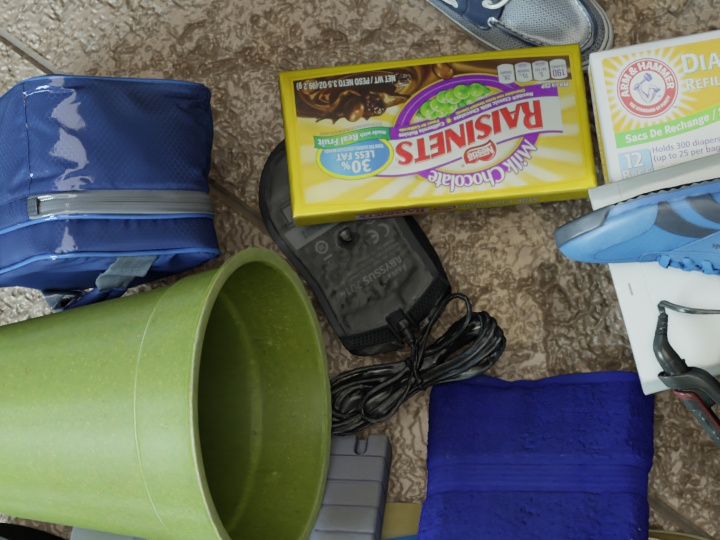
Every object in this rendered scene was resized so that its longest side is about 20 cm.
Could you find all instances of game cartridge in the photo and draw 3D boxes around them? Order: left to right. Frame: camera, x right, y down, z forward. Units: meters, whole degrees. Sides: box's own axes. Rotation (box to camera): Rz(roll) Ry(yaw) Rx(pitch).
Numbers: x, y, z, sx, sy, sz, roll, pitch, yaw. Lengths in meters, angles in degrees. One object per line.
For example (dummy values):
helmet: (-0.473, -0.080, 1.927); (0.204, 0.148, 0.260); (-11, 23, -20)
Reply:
game cartridge: (-0.085, 0.161, 1.383); (0.200, 0.038, 0.130); (1, 50, 9)

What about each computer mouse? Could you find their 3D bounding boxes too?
computer mouse: (0.000, 0.000, 1.415); (0.138, 0.053, 0.200); (-28, 80, 9)

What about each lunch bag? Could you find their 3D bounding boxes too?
lunch bag: (-0.181, -0.042, 1.377); (0.136, 0.200, 0.132); (1, 81, -27)

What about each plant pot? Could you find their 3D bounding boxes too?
plant pot: (-0.142, 0.091, 1.328); (0.190, 0.200, 0.200); (-4, 83, 23)

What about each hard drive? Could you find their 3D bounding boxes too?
hard drive: (0.254, -0.013, 1.303); (0.200, 0.026, 0.132); (-16, 87, 6)

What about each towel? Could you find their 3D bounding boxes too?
towel: (0.112, 0.154, 1.346); (0.148, 0.050, 0.200); (-1, 50, 11)

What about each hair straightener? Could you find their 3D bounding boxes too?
hair straightener: (0.250, 0.092, 1.279); (0.077, 0.041, 0.200); (-38, 90, 13)

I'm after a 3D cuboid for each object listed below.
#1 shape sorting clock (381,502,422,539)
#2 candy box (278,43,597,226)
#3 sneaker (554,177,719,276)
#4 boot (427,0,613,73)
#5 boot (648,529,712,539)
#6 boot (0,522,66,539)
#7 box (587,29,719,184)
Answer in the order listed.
shape sorting clock: (0.016, 0.233, 1.346); (0.200, 0.039, 0.200); (-6, 44, 5)
candy box: (0.050, -0.089, 1.386); (0.200, 0.026, 0.102); (-6, 80, -1)
sneaker: (0.218, -0.019, 1.261); (0.200, 0.066, 0.078); (-11, 91, 6)
boot: (0.077, -0.198, 1.410); (0.200, 0.090, 0.073); (30, 88, 9)
boot: (0.234, 0.212, 1.312); (0.200, 0.155, 0.073); (22, 87, 9)
boot: (-0.220, 0.287, 1.419); (0.188, 0.068, 0.200); (30, 95, 2)
box: (0.253, -0.097, 1.372); (0.200, 0.101, 0.113); (-10, 84, 5)
